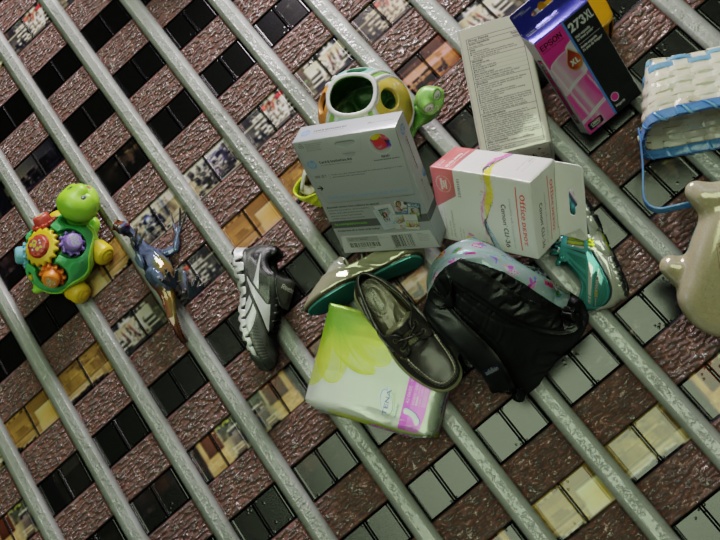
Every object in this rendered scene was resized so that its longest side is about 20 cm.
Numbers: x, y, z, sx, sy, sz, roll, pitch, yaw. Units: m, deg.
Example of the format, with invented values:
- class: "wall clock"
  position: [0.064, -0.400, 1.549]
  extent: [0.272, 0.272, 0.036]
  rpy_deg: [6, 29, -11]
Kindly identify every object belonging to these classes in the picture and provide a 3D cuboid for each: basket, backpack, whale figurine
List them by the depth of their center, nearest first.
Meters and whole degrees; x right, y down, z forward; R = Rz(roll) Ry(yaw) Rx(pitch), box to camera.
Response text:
- class: "whale figurine"
  position: [0.456, -0.020, 0.974]
  extent: [0.158, 0.104, 0.202]
  rpy_deg: [-10, 99, 20]
- class: "basket"
  position: [0.449, -0.180, 1.008]
  extent: [0.174, 0.139, 0.202]
  rpy_deg: [-6, 69, 17]
- class: "backpack"
  position: [0.176, 0.051, 1.028]
  extent: [0.199, 0.127, 0.168]
  rpy_deg: [32, 108, -5]

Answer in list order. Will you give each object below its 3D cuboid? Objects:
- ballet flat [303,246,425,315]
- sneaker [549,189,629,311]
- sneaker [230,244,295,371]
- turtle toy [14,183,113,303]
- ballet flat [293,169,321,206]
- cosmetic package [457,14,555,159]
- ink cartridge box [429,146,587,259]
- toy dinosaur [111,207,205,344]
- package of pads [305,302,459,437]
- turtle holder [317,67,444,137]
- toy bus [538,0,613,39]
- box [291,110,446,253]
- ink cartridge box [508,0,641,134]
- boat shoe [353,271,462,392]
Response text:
- class: "ballet flat"
  position: [0.000, 0.000, 1.153]
  extent: [0.198, 0.069, 0.070]
  rpy_deg: [-25, 72, 5]
- class: "sneaker"
  position: [0.294, -0.041, 1.065]
  extent: [0.079, 0.077, 0.202]
  rpy_deg: [-24, 72, 20]
- class: "sneaker"
  position: [-0.139, 0.049, 1.180]
  extent: [0.090, 0.066, 0.202]
  rpy_deg: [-16, 72, 16]
- class: "turtle toy"
  position: [-0.492, -0.050, 1.291]
  extent: [0.145, 0.101, 0.201]
  rpy_deg: [30, 88, 20]
- class: "ballet flat"
  position: [-0.042, -0.145, 1.132]
  extent: [0.066, 0.200, 0.068]
  rpy_deg: [9, 68, -26]
- class: "cosmetic package"
  position: [0.211, -0.252, 1.125]
  extent: [0.102, 0.087, 0.202]
  rpy_deg: [-11, 76, 15]
- class: "ink cartridge box"
  position: [0.197, -0.090, 1.043]
  extent: [0.199, 0.117, 0.067]
  rpy_deg: [15, 41, 40]
- class: "toy dinosaur"
  position: [-0.341, -0.008, 1.248]
  extent: [0.181, 0.104, 0.202]
  rpy_deg: [20, 98, 40]
- class: "package of pads"
  position: [0.031, 0.145, 1.107]
  extent: [0.198, 0.068, 0.156]
  rpy_deg: [13, 81, 20]
- class: "turtle holder"
  position: [0.022, -0.228, 1.155]
  extent: [0.184, 0.132, 0.142]
  rpy_deg: [27, 86, 21]
- class: "toy bus"
  position: [0.296, -0.413, 1.146]
  extent: [0.078, 0.065, 0.201]
  rpy_deg: [-34, 71, 9]
- class: "box"
  position: [0.015, -0.113, 1.064]
  extent: [0.154, 0.201, 0.041]
  rpy_deg: [-3, 43, 28]
- class: "ink cartridge box"
  position: [0.298, -0.296, 1.076]
  extent: [0.094, 0.037, 0.200]
  rpy_deg: [-38, 106, 2]
- class: "boat shoe"
  position: [0.055, 0.081, 1.044]
  extent: [0.073, 0.065, 0.200]
  rpy_deg: [-45, 69, -2]
